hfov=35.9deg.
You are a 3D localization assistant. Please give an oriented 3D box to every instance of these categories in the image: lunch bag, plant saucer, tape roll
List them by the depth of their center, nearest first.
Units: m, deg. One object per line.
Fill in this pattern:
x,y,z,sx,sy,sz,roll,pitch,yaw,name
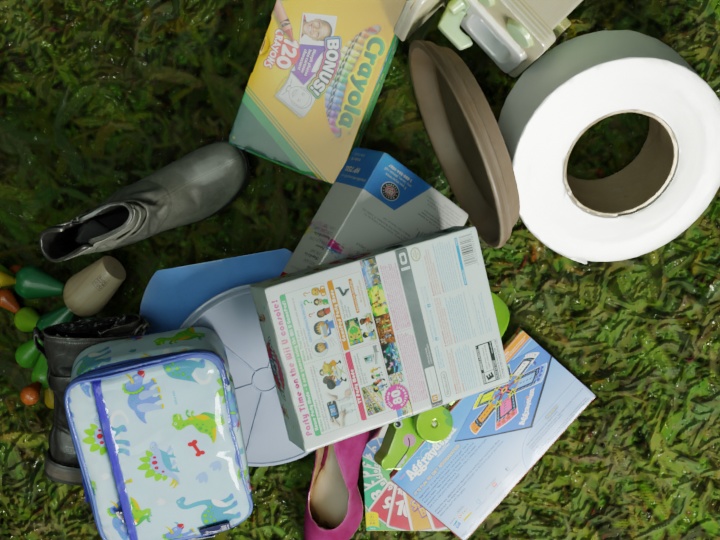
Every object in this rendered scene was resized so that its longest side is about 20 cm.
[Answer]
0.095,-0.117,1.003,0.029,0.200,0.201,-24,95,-4,plant saucer
0.225,-0.110,1.005,0.201,0.071,0.204,-4,122,-6,tape roll
-0.192,0.162,1.054,0.159,0.083,0.201,-9,112,-6,lunch bag

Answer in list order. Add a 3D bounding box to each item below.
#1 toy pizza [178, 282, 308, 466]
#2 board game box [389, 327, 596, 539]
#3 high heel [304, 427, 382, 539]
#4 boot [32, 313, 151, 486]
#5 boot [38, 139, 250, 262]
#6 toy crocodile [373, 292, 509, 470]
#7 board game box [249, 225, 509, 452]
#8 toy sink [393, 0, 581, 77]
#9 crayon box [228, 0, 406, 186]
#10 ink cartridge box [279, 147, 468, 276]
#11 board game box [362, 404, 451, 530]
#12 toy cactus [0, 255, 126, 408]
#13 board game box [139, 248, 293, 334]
-0.096,0.103,1.111,0.199,0.032,0.202,-4,111,-9,toy pizza
0.131,0.165,1.113,0.103,0.019,0.200,41,96,-8,board game box
-0.034,0.219,1.111,0.067,0.096,0.201,36,117,23,high heel
-0.226,0.126,1.104,0.199,0.069,0.175,0,114,-23,boot
-0.206,-0.061,1.086,0.199,0.131,0.068,-26,95,12,boot
0.077,0.109,1.077,0.062,0.067,0.200,39,88,-10,toy crocodile
0.018,0.056,0.982,0.199,0.064,0.149,-16,98,-17,board game box
0.141,-0.251,0.978,0.200,0.130,0.112,-44,91,-5,toy sink
-0.037,-0.196,1.076,0.118,0.058,0.201,22,102,5,crayon box
0.000,0.000,1.049,0.116,0.067,0.201,33,85,-28,ink cartridge box
0.048,0.168,1.141,0.095,0.030,0.202,-2,96,9,board game box
-0.308,0.046,1.131,0.165,0.102,0.200,-40,90,22,toy cactus
-0.123,0.053,1.137,0.198,0.039,0.159,-10,114,5,board game box
